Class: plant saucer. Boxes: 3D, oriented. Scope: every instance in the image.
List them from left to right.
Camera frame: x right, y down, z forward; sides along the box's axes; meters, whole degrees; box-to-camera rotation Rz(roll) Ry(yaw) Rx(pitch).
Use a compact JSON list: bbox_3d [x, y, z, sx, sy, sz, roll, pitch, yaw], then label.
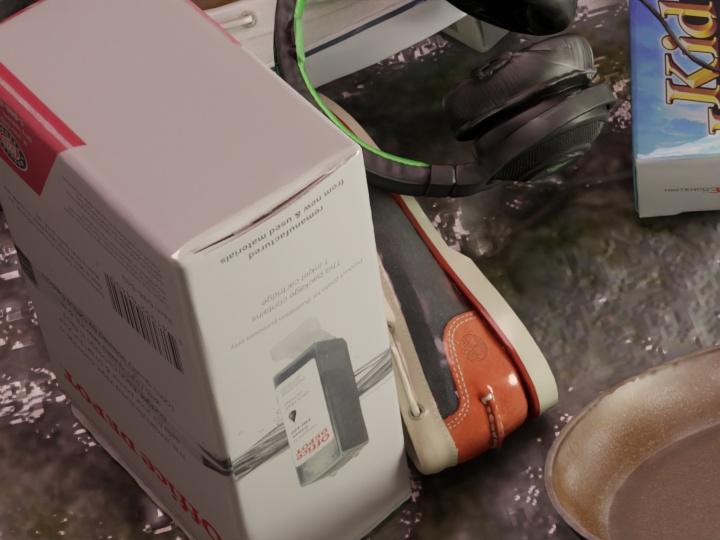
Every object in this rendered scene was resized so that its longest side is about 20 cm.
[{"bbox_3d":[0.166,0.073,0.894,0.199,0.032,0.200,-9,22,4],"label":"plant saucer"}]

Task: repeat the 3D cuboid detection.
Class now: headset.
[{"bbox_3d":[0.066,-0.097,0.972,0.199,0.094,0.124,-4,80,-6],"label":"headset"}]

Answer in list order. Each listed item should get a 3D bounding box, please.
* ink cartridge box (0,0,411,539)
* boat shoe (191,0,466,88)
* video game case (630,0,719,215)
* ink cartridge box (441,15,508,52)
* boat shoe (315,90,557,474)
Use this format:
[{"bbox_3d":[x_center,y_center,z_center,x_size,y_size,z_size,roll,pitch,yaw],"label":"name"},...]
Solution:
[{"bbox_3d":[-0.061,0.006,0.924,0.085,0.200,0.146,-32,52,-21],"label":"ink cartridge box"},{"bbox_3d":[-0.020,-0.131,1.040,0.201,0.086,0.075,-27,24,-12],"label":"boat shoe"},{"bbox_3d":[0.204,-0.122,1.058,0.181,0.045,0.201,-3,59,9],"label":"video game case"},{"bbox_3d":[0.060,-0.207,1.181,0.161,0.050,0.200,32,64,31],"label":"ink cartridge box"},{"bbox_3d":[0.000,0.000,1.008,0.062,0.071,0.200,-31,56,-12],"label":"boat shoe"}]
